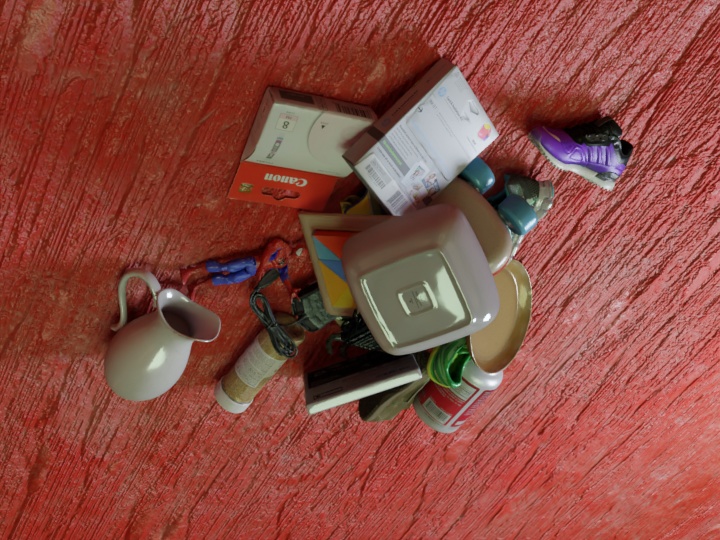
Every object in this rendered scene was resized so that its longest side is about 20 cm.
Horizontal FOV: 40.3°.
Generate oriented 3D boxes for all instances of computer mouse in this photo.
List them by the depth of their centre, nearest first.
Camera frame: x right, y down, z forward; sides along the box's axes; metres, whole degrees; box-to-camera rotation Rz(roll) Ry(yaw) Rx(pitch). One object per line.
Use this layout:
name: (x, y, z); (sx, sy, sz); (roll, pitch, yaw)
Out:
computer mouse: (-0.086, 0.033, 1.596); (0.200, 0.046, 0.141); (-37, 108, -5)

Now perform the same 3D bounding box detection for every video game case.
video game case: (-0.001, 0.183, 1.700); (0.199, 0.182, 0.023); (-18, 102, -1)

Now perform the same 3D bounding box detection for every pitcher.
pitcher: (-0.337, 0.101, 1.537); (0.172, 0.121, 0.200); (44, 123, -2)

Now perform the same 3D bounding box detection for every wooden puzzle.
wooden puzzle: (0.000, 0.000, 1.479); (0.199, 0.037, 0.186); (7, 126, 34)

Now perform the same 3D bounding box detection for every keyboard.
keyboard: (0.015, 0.105, 1.541); (0.104, 0.040, 0.200); (23, 159, -13)

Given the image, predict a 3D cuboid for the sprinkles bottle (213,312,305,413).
sprinkles bottle: (-0.175, 0.160, 1.678); (0.068, 0.068, 0.200); (19, 126, -34)

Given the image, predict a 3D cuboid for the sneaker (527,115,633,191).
sneaker: (0.344, -0.199, 1.503); (0.199, 0.070, 0.100); (17, 120, -38)

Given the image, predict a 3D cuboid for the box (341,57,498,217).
box: (0.089, -0.178, 1.398); (0.200, 0.041, 0.156); (-44, 134, -1)

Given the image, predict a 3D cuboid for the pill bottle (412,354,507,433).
pill bottle: (0.191, 0.201, 1.821); (0.112, 0.113, 0.200); (16, 127, -32)

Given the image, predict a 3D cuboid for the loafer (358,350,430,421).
loafer: (0.075, 0.215, 1.827); (0.067, 0.076, 0.200); (18, 133, -37)

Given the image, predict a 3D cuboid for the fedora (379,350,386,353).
fedora: (0.082, 0.056, 1.646); (0.176, 0.091, 0.200); (-3, 145, -13)

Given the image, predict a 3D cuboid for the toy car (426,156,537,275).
toy car: (0.157, -0.042, 1.533); (0.184, 0.177, 0.200); (-42, 162, -8)

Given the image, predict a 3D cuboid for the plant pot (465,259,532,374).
plant pot: (0.235, 0.078, 1.694); (0.200, 0.027, 0.201); (-17, 113, -48)

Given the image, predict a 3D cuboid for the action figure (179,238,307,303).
action figure: (-0.171, 0.013, 1.512); (0.199, 0.099, 0.065); (-20, 138, -3)

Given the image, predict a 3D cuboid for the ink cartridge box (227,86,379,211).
ink cartridge box: (-0.084, -0.157, 1.401); (0.162, 0.057, 0.201); (7, 127, -26)

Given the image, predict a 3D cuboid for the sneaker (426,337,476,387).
sneaker: (0.181, 0.113, 1.718); (0.074, 0.083, 0.201); (4, 107, -38)

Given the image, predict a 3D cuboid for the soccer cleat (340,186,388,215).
soccer cleat: (0.000, -0.078, 1.510); (0.083, 0.065, 0.201); (18, 129, -12)

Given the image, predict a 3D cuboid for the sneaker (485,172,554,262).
sneaker: (0.225, -0.081, 1.587); (0.091, 0.078, 0.200); (22, 122, -16)

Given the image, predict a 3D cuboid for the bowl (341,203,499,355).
bowl: (0.082, 0.027, 1.379); (0.199, 0.075, 0.201); (-19, 112, 17)

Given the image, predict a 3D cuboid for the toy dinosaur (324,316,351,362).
toy dinosaur: (-0.020, 0.109, 1.694); (0.200, 0.047, 0.088); (31, 92, -36)
